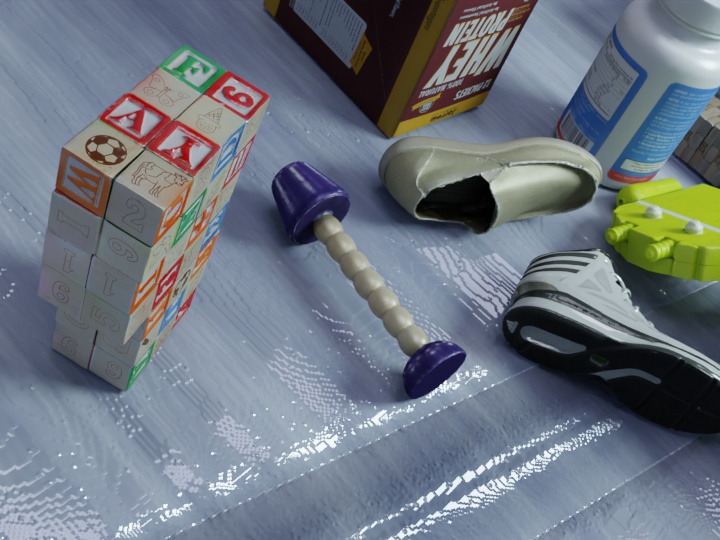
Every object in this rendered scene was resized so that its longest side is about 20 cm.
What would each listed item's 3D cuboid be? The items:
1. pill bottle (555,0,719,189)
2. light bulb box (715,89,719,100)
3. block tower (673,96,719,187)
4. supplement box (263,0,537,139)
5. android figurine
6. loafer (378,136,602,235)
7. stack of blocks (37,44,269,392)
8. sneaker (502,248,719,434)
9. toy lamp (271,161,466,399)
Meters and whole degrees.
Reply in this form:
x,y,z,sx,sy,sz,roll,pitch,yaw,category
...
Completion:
x,y,z,sx,sy,sz,roll,pitch,yaw,category
0.273,-0.181,0.894,0.111,0.201,0.113,13,46,-14,pill bottle
0.452,-0.248,1.089,0.197,0.125,0.200,-27,66,-39,light bulb box
0.396,-0.102,0.977,0.058,0.054,0.200,-22,60,-36,block tower
0.043,-0.269,0.870,0.132,0.198,0.200,-26,65,-38,supplement box
0.307,-0.039,0.853,0.198,0.041,0.182,-12,26,-27,android figurine
0.114,-0.066,0.814,0.198,0.076,0.069,0,51,-13,loafer
-0.129,-0.016,0.562,0.058,0.201,0.115,31,45,1,stack of blocks
0.217,0.041,0.758,0.199,0.076,0.116,25,47,2,sneaker
0.000,0.000,0.711,0.058,0.058,0.201,-21,64,-37,toy lamp
